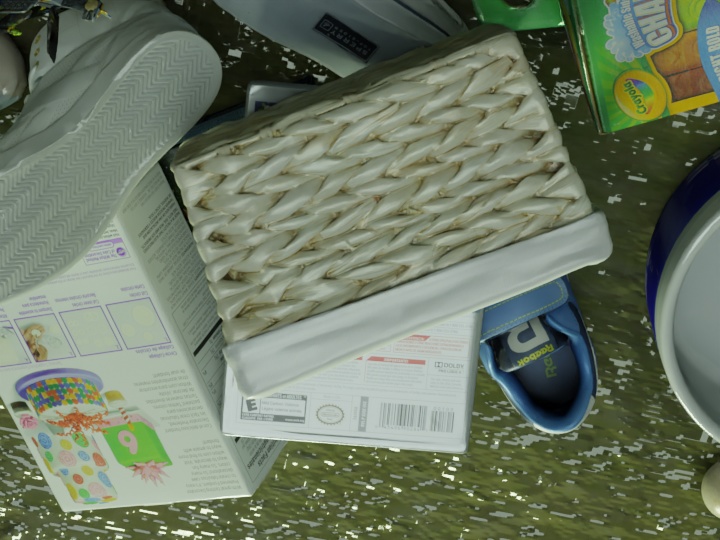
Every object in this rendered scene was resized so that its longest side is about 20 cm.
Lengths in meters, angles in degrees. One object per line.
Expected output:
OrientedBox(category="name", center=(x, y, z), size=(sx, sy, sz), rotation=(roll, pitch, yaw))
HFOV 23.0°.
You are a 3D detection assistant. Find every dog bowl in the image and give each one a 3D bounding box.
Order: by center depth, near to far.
OrientedBox(category="dog bowl", center=(0.272, 0.014, 1.048), size=(0.199, 0.079, 0.201), rotation=(0, 115, 0))

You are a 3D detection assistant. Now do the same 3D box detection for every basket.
OrientedBox(category="basket", center=(0.009, -0.037, 0.902), size=(0.199, 0.136, 0.124), rotation=(-22, 100, 1))

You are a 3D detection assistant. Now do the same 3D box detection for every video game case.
OrientedBox(category="video game case", center=(0.000, 0.000, 0.987), size=(0.143, 0.018, 0.201), rotation=(5, 102, -3))

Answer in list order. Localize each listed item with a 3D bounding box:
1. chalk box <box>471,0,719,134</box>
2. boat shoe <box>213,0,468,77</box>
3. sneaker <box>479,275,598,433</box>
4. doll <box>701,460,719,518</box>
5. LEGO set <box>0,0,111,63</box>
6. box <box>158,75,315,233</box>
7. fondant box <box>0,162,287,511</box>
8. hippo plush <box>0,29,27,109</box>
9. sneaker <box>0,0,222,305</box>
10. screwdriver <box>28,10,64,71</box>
OrientedBox(category="chalk box", center=(0.155, -0.165, 0.919), size=(0.199, 0.124, 0.125), rotation=(-16, 142, 6))
OrientedBox(category="boat shoe", center=(-0.021, -0.160, 0.974), size=(0.200, 0.065, 0.074), rotation=(38, 129, -22))
OrientedBox(category="sneaker", center=(0.090, 0.010, 1.044), size=(0.074, 0.082, 0.200), rotation=(-25, 111, 12))
OrientedBox(category="doll", center=(0.317, 0.154, 1.129), size=(0.199, 0.049, 0.137), rotation=(13, 124, 1))
OrientedBox(category="LEGO set", center=(-0.198, -0.201, 0.912), size=(0.153, 0.201, 0.116), rotation=(-5, 156, 16))
OrientedBox(category="box", center=(-0.054, -0.001, 1.062), size=(0.136, 0.038, 0.200), rotation=(-21, 113, 9))
OrientedBox(category="fondant box", center=(-0.149, 0.045, 1.045), size=(0.144, 0.058, 0.200), rotation=(-9, 117, 29))
OrientedBox(category="hippo plush", center=(-0.289, -0.091, 0.951), size=(0.200, 0.161, 0.159), rotation=(-38, 110, 16))
OrientedBox(category="sneaker", center=(-0.167, -0.069, 0.960), size=(0.200, 0.116, 0.074), rotation=(-41, 123, 1))
OrientedBox(category="screwdriver", center=(-0.117, -0.177, 0.987), size=(0.200, 0.028, 0.029), rotation=(-43, 139, 17))
